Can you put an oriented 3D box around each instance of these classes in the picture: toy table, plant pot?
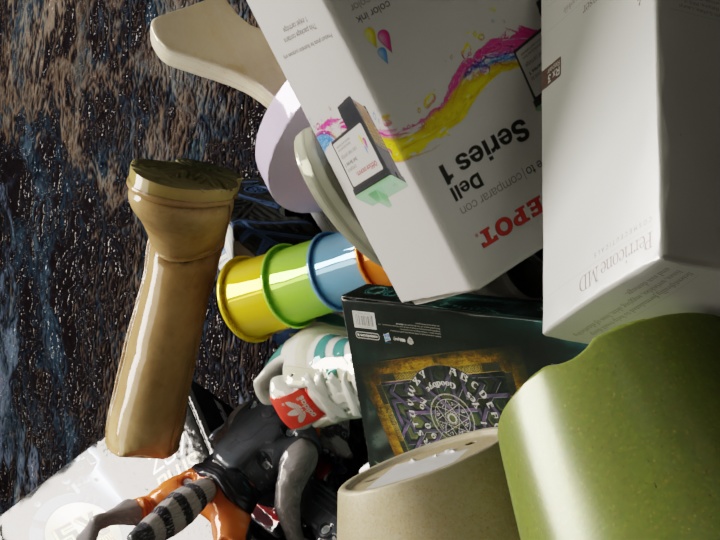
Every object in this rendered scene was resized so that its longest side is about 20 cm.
[{"bbox_3d":[-0.020,-0.130,1.085,0.117,0.183,0.200,62,151,19],"label":"toy table"},{"bbox_3d":[0.064,0.187,0.899,0.187,0.187,0.201,-15,96,60],"label":"plant pot"},{"bbox_3d":[0.146,0.128,0.786,0.200,0.199,0.190,-58,43,44],"label":"plant pot"}]

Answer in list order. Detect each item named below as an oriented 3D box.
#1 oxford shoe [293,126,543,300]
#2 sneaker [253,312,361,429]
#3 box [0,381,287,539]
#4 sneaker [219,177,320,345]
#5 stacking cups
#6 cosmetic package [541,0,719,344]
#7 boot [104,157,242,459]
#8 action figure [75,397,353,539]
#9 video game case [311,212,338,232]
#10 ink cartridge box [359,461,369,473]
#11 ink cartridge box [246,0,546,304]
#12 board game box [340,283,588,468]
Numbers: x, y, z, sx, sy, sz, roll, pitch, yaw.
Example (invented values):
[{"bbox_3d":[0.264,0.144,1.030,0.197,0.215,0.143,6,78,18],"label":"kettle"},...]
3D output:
[{"bbox_3d":[0.038,-0.027,1.016,0.058,0.200,0.075,-33,41,26],"label":"oxford shoe"},{"bbox_3d":[-0.002,0.075,1.146,0.200,0.093,0.071,14,134,63],"label":"sneaker"},{"bbox_3d":[-0.159,0.209,1.361,0.200,0.086,0.164,-37,49,11],"label":"box"},{"bbox_3d":[-0.081,-0.013,1.324,0.200,0.075,0.077,-128,34,-60],"label":"sneaker"},{"bbox_3d":[0.000,0.000,1.150,0.199,0.060,0.061,-14,77,38],"label":"stacking cups"},{"bbox_3d":[0.143,-0.071,0.848,0.113,0.081,0.201,137,141,-58],"label":"cosmetic package"},{"bbox_3d":[-0.130,0.030,1.204,0.175,0.066,0.201,-18,-57,-79],"label":"boot"},{"bbox_3d":[-0.064,0.154,1.211,0.199,0.193,0.105,23,144,34],"label":"action figure"},{"bbox_3d":[0.011,-0.093,1.213,0.200,0.022,0.183,57,138,45],"label":"video game case"},{"bbox_3d":[0.103,0.146,1.022,0.200,0.047,0.161,-33,71,37],"label":"ink cartridge box"},{"bbox_3d":[0.049,-0.104,0.941,0.201,0.145,0.084,63,155,-8],"label":"ink cartridge box"},{"bbox_3d":[0.079,0.081,0.968,0.199,0.028,0.136,6,112,42],"label":"board game box"}]
